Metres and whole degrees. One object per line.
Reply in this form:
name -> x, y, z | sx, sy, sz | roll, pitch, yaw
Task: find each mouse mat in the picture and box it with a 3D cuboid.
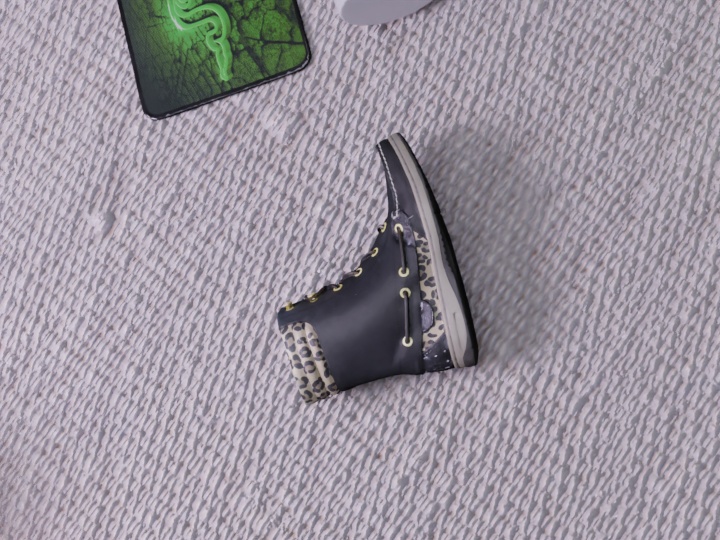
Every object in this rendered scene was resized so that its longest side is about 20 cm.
mouse mat -> -0.139, -0.244, 1.659 | 0.161, 0.008, 0.200 | -18, 73, 11

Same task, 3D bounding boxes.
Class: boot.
boot -> 0.000, 0.001, 1.527 | 0.154, 0.073, 0.204 | -18, 77, 7

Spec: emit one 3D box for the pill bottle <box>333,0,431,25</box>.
pill bottle -> -0.004, -0.316, 1.579 | 0.116, 0.116, 0.200 | -22, 74, 10
